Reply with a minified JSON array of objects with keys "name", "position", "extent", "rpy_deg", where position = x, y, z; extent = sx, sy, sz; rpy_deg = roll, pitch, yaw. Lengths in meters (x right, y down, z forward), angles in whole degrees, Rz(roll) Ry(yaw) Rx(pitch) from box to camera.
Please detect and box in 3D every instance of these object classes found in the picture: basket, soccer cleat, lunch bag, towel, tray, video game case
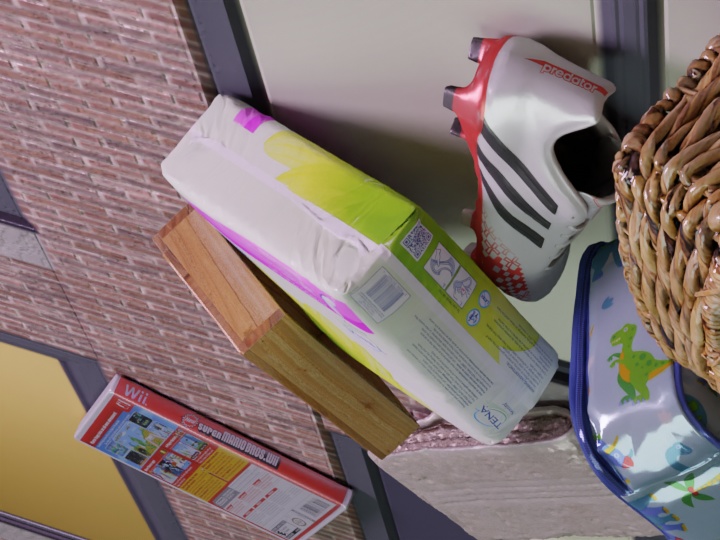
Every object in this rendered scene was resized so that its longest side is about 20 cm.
[{"name":"basket","position":[0.210,0.004,0.987],"extent":[0.149,0.143,0.200],"rpy_deg":[37,169,39]},{"name":"soccer cleat","position":[0.095,-0.040,1.144],"extent":[0.085,0.069,0.201],"rpy_deg":[19,151,22]},{"name":"lunch bag","position":[0.189,0.072,1.173],"extent":[0.082,0.162,0.200],"rpy_deg":[-27,129,32]},{"name":"towel","position":[0.109,0.136,1.536],"extent":[0.199,0.035,0.132],"rpy_deg":[-8,143,47]},{"name":"tray","position":[-0.041,0.039,1.360],"extent":[0.099,0.037,0.200],"rpy_deg":[50,-175,31]},{"name":"video game case","position":[-0.114,0.148,1.772],"extent":[0.199,0.018,0.143],"rpy_deg":[27,156,-8]}]

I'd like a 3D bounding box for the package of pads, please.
[{"name":"package of pads","position":[0.000,0.000,1.225],"extent":[0.154,0.068,0.200],"rpy_deg":[45,174,-38]}]
